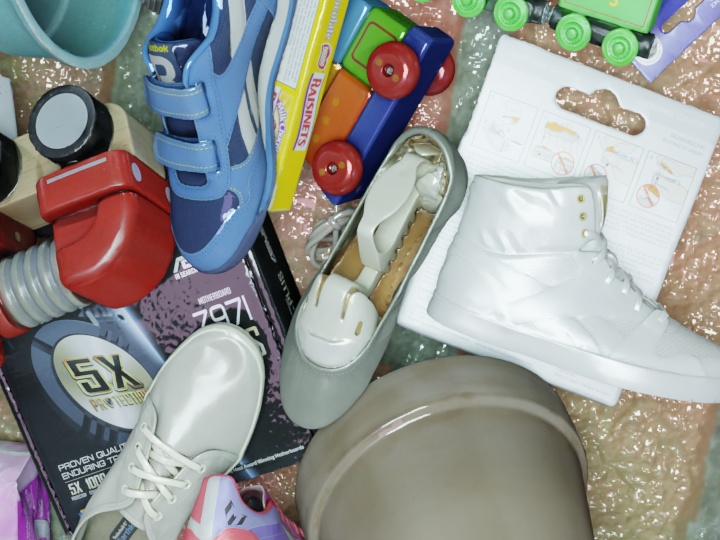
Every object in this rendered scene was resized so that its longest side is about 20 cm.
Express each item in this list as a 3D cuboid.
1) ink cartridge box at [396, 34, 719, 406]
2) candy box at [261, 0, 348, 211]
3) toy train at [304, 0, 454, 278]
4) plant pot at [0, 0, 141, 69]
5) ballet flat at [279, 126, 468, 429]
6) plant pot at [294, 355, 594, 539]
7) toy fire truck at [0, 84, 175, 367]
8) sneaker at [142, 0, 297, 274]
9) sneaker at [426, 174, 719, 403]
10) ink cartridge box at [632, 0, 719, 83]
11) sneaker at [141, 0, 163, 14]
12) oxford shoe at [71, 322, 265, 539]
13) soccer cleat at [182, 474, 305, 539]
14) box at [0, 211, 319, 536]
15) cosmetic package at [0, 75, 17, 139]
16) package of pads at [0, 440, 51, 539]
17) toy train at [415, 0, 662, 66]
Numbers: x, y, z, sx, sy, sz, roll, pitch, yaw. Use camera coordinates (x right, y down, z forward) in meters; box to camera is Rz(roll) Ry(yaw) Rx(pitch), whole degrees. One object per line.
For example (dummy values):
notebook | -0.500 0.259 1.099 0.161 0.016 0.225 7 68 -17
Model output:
ink cartridge box | 0.128 -0.032 0.774 0.160 0.050 0.203 20 94 2
candy box | -0.057 -0.150 0.718 0.102 0.026 0.203 30 111 34
toy train | -0.034 -0.091 0.760 0.115 0.084 0.201 37 112 14
plant pot | -0.258 -0.218 0.699 0.193 0.200 0.204 -1 103 14
ballet flat | 0.000 0.000 0.715 0.067 0.064 0.202 26 82 22
plant pot | 0.070 0.186 0.719 0.197 0.174 0.202 -8 127 -11
toy fire truck | -0.199 0.010 0.689 0.174 0.129 0.203 -18 72 11
sneaker | -0.094 -0.098 0.682 0.073 0.082 0.203 12 100 38
sneaker | 0.150 0.003 0.715 0.197 0.074 0.117 17 100 4
ink cartridge box | 0.152 -0.223 0.727 0.095 0.037 0.200 -43 97 14
sneaker | -0.136 -0.259 0.696 0.069 0.094 0.202 -17 125 -1
oxford shoe | -0.123 0.124 0.733 0.075 0.058 0.201 33 103 0
soccer cleat | -0.064 0.179 0.769 0.066 0.200 0.078 1 78 15
box | -0.133 0.066 0.795 0.197 0.086 0.166 -19 99 10
cosmetic package | -0.336 -0.089 0.705 0.150 0.199 0.052 -26 69 33
package of pads | -0.328 0.182 0.847 0.196 0.076 0.123 4 104 5
toy train | 0.092 -0.180 0.717 0.198 0.042 0.057 22 116 14
